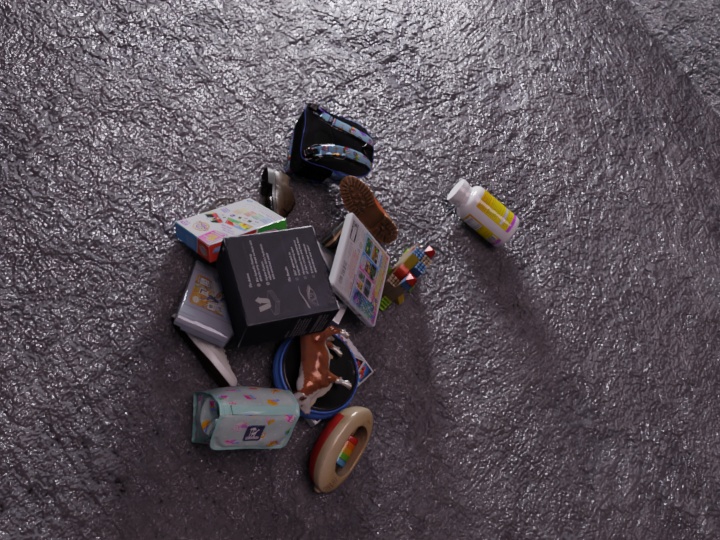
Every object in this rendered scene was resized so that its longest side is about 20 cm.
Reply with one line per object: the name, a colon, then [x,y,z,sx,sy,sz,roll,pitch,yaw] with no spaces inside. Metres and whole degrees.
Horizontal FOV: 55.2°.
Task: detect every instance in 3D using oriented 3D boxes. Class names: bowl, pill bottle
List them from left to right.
bowl: [-0.094,0.222,1.506,0.198,0.039,0.203,12,62,-23]
pill bottle: [0.340,-0.164,1.924,0.199,0.104,0.105,38,55,-10]

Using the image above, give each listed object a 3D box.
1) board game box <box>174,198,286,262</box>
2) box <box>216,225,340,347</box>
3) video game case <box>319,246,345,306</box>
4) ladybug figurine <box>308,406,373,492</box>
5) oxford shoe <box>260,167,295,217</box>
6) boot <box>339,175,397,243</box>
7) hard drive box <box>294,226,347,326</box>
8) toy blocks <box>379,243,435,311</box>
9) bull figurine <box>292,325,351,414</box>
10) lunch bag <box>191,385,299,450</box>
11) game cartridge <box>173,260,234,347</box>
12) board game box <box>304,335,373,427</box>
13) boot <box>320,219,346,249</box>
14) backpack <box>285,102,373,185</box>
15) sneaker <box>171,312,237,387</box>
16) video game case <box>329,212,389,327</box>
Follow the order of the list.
board game box: [-0.286,-0.094,1.526,0.199,0.041,0.152,-23,37,-34]
box: [-0.173,0.031,1.412,0.198,0.118,0.199,-9,66,-25]
video game case: [-0.146,0.017,1.529,0.181,0.023,0.202,-21,79,-33]
ladybug figurine: [-0.048,0.375,1.462,0.071,0.136,0.201,21,65,33]
oxford shoe: [-0.190,-0.152,1.642,0.084,0.073,0.202,10,64,-27]
boot: [0.011,-0.161,1.727,0.200,0.075,0.107,51,7,-23]
hard drive box: [-0.115,0.022,1.603,0.199,0.077,0.157,34,57,-12]
toy blocks: [0.120,-0.003,1.708,0.100,0.137,0.200,43,54,-5]
bull figurine: [-0.085,0.204,1.455,0.120,0.065,0.202,11,63,-25]
lunch bag: [-0.226,0.286,1.342,0.169,0.200,0.124,7,74,-27]
game cartridge: [-0.309,0.068,1.450,0.132,0.042,0.201,22,33,-15]
board game box: [-0.076,0.240,1.552,0.199,0.035,0.127,-36,88,-36]
boot: [-0.012,-0.053,1.656,0.139,0.077,0.200,54,25,-3]
backpack: [-0.071,-0.300,1.736,0.198,0.134,0.185,14,62,-22]
sneaker: [-0.305,0.154,1.439,0.084,0.073,0.201,-34,86,-33]
video game case: [0.000,0.000,1.599,0.182,0.023,0.202,48,45,-41]
